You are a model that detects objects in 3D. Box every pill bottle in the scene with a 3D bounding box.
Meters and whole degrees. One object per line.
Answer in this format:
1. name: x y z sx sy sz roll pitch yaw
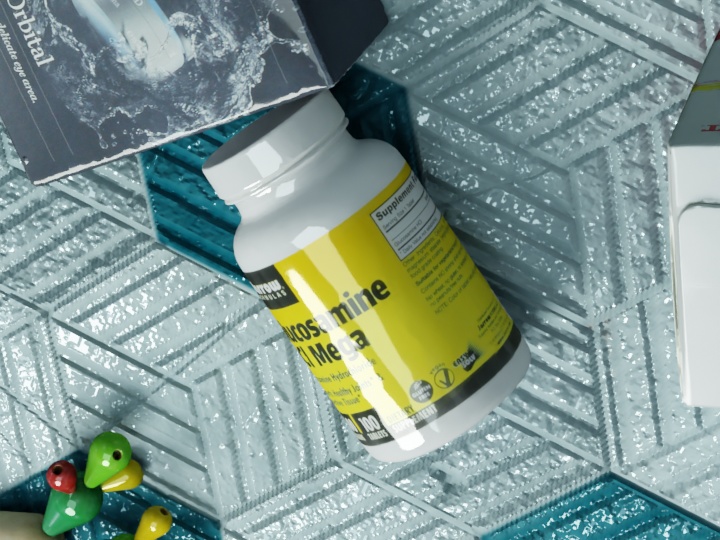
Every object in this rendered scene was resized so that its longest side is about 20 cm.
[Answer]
1. pill bottle: 0.000 0.000 1.305 0.112 0.112 0.200 -29 102 28

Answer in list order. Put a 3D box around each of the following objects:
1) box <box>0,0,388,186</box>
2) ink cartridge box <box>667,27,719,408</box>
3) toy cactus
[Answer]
1. box: -0.120 -0.178 1.261 0.199 0.117 0.197 -17 108 23
2. ink cartridge box: 0.242 -0.033 1.157 0.145 0.200 0.145 2 115 18
3. toy cactus: -0.186 0.194 1.481 0.165 0.102 0.201 11 126 25
